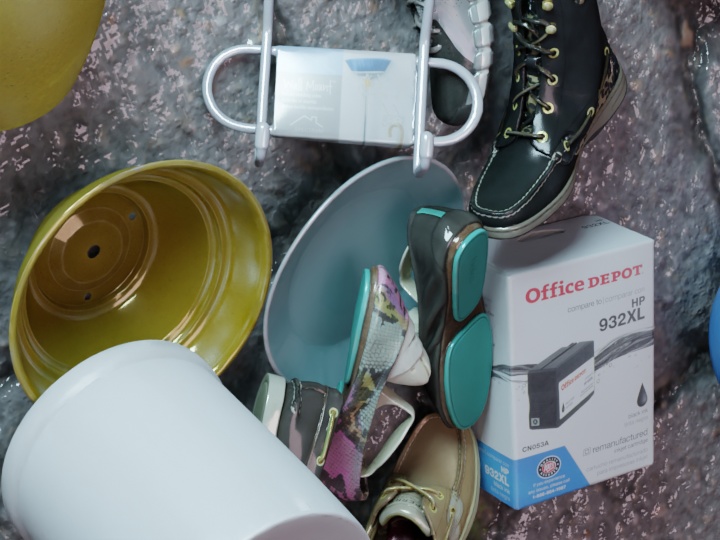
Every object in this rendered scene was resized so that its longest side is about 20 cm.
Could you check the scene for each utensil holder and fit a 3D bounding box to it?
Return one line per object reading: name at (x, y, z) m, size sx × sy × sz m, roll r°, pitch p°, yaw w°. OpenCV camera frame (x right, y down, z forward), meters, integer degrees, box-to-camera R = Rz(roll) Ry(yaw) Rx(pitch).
utensil holder at (-0.110, 0.165, 1.068) m, size 0.170 × 0.200 × 0.171 m, roll -22°, pitch 129°, yaw -30°

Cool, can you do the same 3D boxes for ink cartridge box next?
ink cartridge box at (0.158, 0.071, 1.343) m, size 0.145 × 0.084 × 0.201 m, roll -13°, pitch 111°, yaw -26°

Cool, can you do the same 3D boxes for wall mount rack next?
wall mount rack at (-0.008, -0.155, 1.147) m, size 0.199 × 0.075 × 0.175 m, roll 3°, pitch 84°, yaw -5°

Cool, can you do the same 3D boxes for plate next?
plate at (0.000, 0.000, 1.237) m, size 0.200 × 0.026 × 0.201 m, roll -29°, pitch 138°, yaw -30°

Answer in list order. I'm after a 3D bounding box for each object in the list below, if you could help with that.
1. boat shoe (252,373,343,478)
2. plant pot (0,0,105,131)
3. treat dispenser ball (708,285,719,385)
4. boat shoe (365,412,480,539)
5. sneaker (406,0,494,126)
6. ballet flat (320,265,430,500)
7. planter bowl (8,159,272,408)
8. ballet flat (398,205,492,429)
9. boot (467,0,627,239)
boat shoe at (-0.059, 0.177, 1.196) m, size 0.060 × 0.072 × 0.202 m, roll 10°, pitch 97°, yaw -12°
plant pot at (-0.235, -0.168, 0.997) m, size 0.200 × 0.200 × 0.142 m, roll -29°, pitch 143°, yaw -19°
treat dispenser ball at (0.396, 0.056, 1.404) m, size 0.200 × 0.201 × 0.202 m, roll -9°, pitch 110°, yaw -27°
boat shoe at (0.043, 0.197, 1.286) m, size 0.066 × 0.074 × 0.201 m, roll 60°, pitch 41°, yaw -58°
sneaker at (0.033, -0.205, 1.198) m, size 0.115 × 0.075 × 0.201 m, roll -2°, pitch 98°, yaw -23°
ballet flat at (0.010, 0.088, 1.234) m, size 0.071 × 0.069 × 0.201 m, roll 16°, pitch 117°, yaw -4°
planter bowl at (-0.164, 0.002, 1.124) m, size 0.200 × 0.083 × 0.201 m, roll -22°, pitch 129°, yaw -30°
ballet flat at (0.063, 0.030, 1.253) m, size 0.068 × 0.068 × 0.201 m, roll -36°, pitch 140°, yaw -36°
boot at (0.126, -0.138, 1.224) m, size 0.204 × 0.073 × 0.154 m, roll -53°, pitch 142°, yaw -31°
